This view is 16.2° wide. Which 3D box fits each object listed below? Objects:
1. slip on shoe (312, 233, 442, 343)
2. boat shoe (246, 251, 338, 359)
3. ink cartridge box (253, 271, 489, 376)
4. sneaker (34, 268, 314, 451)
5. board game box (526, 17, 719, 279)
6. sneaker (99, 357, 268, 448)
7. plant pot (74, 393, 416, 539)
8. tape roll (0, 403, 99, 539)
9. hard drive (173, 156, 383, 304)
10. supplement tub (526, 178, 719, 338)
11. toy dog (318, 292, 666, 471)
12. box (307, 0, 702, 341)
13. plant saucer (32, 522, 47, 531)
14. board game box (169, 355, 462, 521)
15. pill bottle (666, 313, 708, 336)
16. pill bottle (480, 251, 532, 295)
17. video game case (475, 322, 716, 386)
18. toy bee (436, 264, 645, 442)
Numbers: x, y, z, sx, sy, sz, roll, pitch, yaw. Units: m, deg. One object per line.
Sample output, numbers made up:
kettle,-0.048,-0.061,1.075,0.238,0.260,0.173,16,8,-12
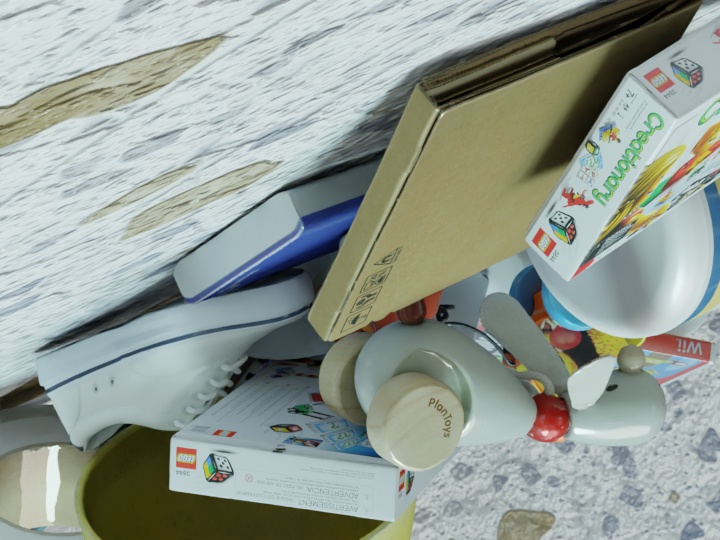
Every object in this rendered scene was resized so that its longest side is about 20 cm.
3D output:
slip on shoe,0.021,0.005,1.396,0.074,0.061,0.200,-21,169,-19
boat shoe,0.000,0.000,1.532,0.200,0.072,0.068,-26,180,-14
ink cartridge box,-0.014,0.080,1.638,0.200,0.076,0.137,-43,-160,40
sneaker,-0.099,0.052,1.461,0.200,0.071,0.073,-21,-176,37
board game box,0.176,-0.083,1.244,0.200,0.035,0.126,-33,162,-38
sneaker,-0.091,0.062,1.630,0.200,0.082,0.077,-26,175,10
plant pot,-0.061,0.182,1.499,0.200,0.142,0.200,-4,-152,2
tape roll,-0.193,0.166,1.628,0.202,0.071,0.203,4,-151,-2
hard drive,0.010,-0.039,1.391,0.200,0.025,0.132,-21,174,-36
supplement tub,0.206,-0.055,1.480,0.200,0.145,0.145,-21,174,-35
toy dog,0.072,0.046,1.352,0.132,0.096,0.200,21,-162,39
box,0.067,-0.052,1.229,0.163,0.021,0.200,-25,157,-30
plant saucer,-0.236,0.157,1.725,0.070,0.019,0.200,16,-150,16
board game box,-0.014,0.089,1.419,0.126,0.035,0.200,7,-167,15
pill bottle,0.156,0.011,1.856,0.113,0.113,0.200,-20,-172,-40
pill bottle,0.162,-0.033,1.683,0.200,0.109,0.109,-22,174,-30
video game case,0.128,0.052,1.764,0.200,0.017,0.143,10,166,-13
toy bee,0.127,0.045,1.562,0.200,0.109,0.131,-21,-178,-1
